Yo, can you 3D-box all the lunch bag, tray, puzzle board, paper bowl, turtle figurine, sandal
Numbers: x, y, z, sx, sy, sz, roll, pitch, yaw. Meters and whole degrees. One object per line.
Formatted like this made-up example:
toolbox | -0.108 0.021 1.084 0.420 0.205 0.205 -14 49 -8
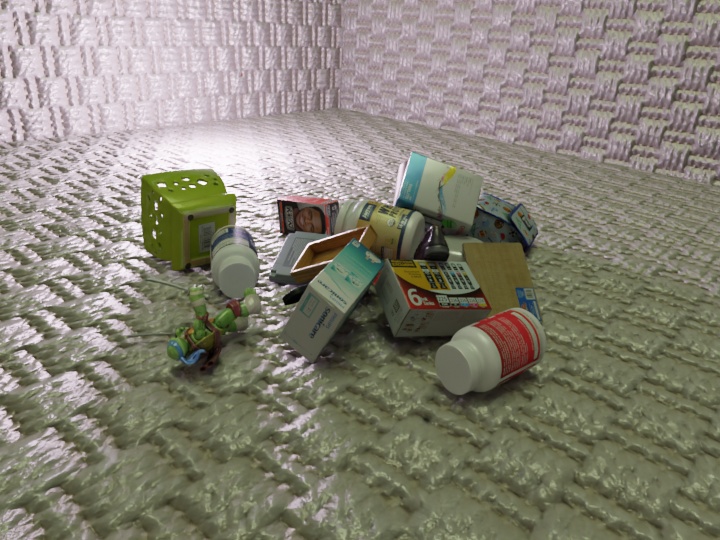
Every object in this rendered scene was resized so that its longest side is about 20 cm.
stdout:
lunch bag | 0.409 -0.130 1.640 0.197 0.126 0.170 28 31 17
tray | -0.060 -0.033 1.249 0.197 0.037 0.100 -15 36 41
puzzle board | 0.312 0.028 1.265 0.146 0.018 0.205 0 61 -13
paper bowl | 0.236 -0.017 1.376 0.194 0.107 0.202 2 23 -1
turtle figurine | -0.293 0.075 1.042 0.197 0.148 0.192 25 27 33
sandal | -0.095 0.054 1.217 0.046 0.075 0.199 54 27 9

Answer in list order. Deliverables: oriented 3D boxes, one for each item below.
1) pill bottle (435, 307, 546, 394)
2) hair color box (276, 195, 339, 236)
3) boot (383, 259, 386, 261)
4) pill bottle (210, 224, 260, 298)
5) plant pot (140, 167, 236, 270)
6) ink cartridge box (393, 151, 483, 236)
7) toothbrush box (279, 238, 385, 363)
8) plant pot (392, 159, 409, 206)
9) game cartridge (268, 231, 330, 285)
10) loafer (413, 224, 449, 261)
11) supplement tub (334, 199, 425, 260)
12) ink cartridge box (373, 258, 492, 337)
pill bottle | 0.227 0.144 1.001 0.196 0.115 0.111 -15 29 -37
hair color box | -0.144 -0.146 1.577 0.196 0.105 0.061 11 22 41
boot | 0.109 0.041 1.275 0.104 0.077 0.201 -2 33 -21
pill bottle | -0.284 -0.019 1.291 0.108 0.114 0.201 -3 25 -15
plant pot | -0.413 -0.120 1.406 0.196 0.205 0.180 -16 37 -38
ink cartridge box | 0.191 -0.176 1.458 0.195 0.147 0.149 18 67 0
toothbrush box | -0.050 0.053 1.075 0.084 0.148 0.200 36 37 3
plant pot | 0.173 -0.221 1.642 0.194 0.180 0.200 -2 -7 0
game cartridge | -0.136 -0.029 1.396 0.129 0.041 0.202 3 34 9
loafer | 0.153 -0.040 1.228 0.070 0.065 0.200 -1 -14 -4
supplement tub | 0.047 -0.089 1.390 0.195 0.148 0.144 15 26 17
ink cartridge box | 0.136 0.038 1.152 0.195 0.085 0.178 2 45 -28
